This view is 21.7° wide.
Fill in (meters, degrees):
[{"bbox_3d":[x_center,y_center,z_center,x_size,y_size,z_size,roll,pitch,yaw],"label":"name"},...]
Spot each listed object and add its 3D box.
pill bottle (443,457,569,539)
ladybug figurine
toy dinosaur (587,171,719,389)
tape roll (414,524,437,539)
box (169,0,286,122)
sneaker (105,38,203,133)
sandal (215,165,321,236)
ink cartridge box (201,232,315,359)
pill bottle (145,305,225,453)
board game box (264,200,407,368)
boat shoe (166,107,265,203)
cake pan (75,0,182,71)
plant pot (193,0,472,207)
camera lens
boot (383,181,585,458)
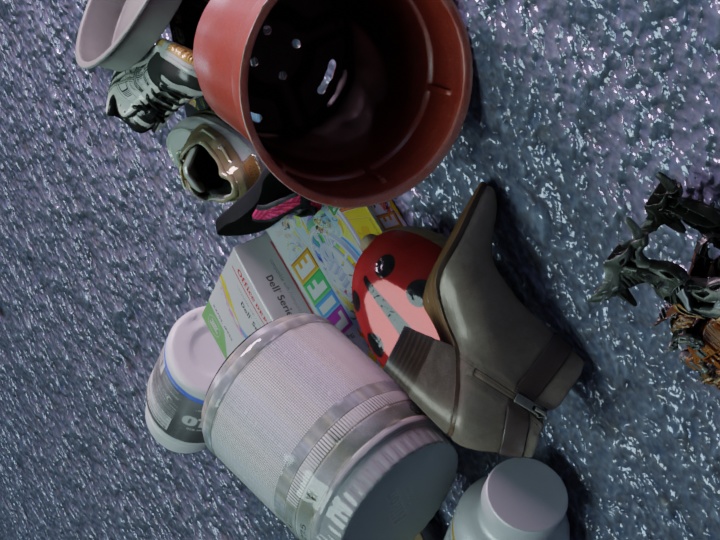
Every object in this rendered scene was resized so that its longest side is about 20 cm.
[{"bbox_3d":[0.125,0.248,1.659,0.104,0.104,0.201,53,151,25],"label":"pill bottle"},{"bbox_3d":[0.060,0.049,1.606,0.200,0.072,0.136,47,123,16],"label":"ladybug figurine"},{"bbox_3d":[0.243,0.001,1.272,0.135,0.102,0.201,30,127,16],"label":"toy dinosaur"},{"bbox_3d":[0.033,0.264,1.795,0.204,0.037,0.203,57,-167,-20],"label":"tape roll"},{"bbox_3d":[-0.119,-0.170,1.836,0.161,0.049,0.201,31,137,45],"label":"box"},{"bbox_3d":[-0.186,-0.170,1.791,0.200,0.075,0.088,12,80,65],"label":"sneaker"},{"bbox_3d":[-0.068,-0.060,1.698,0.200,0.075,0.045,-38,59,54],"label":"sandal"},{"bbox_3d":[-0.087,0.038,1.867,0.118,0.067,0.200,59,152,16],"label":"ink cartridge box"},{"bbox_3d":[-0.183,0.130,2.133,0.114,0.113,0.200,58,154,15],"label":"pill bottle"},{"bbox_3d":[0.000,0.000,1.726,0.201,0.034,0.135,58,136,15],"label":"board game box"},{"bbox_3d":[-0.143,-0.108,1.802,0.199,0.068,0.075,14,124,57],"label":"boat shoe"},{"bbox_3d":[-0.208,-0.276,1.798,0.037,0.202,0.200,27,167,-24],"label":"cake pan"},{"bbox_3d":[-0.039,-0.170,1.544,0.195,0.199,0.202,30,137,63],"label":"plant pot"},{"bbox_3d":[-0.031,0.148,1.664,0.200,0.159,0.161,40,145,29],"label":"camera lens"},{"bbox_3d":[0.115,0.047,1.523,0.145,0.201,0.070,27,172,2],"label":"boot"}]
